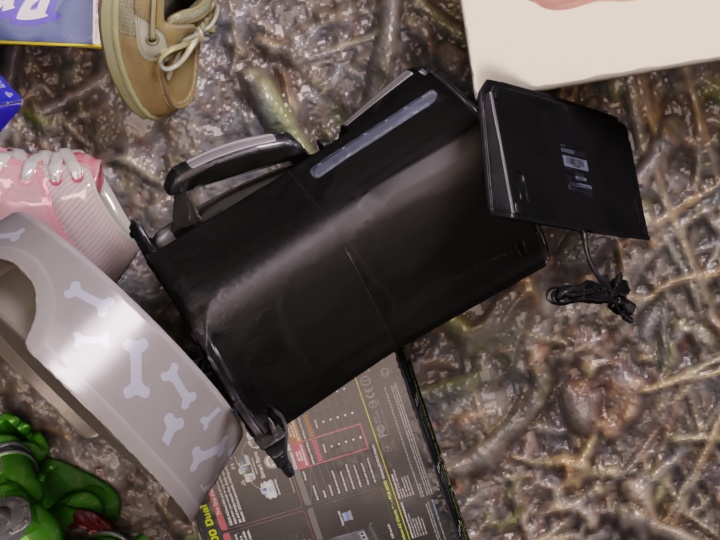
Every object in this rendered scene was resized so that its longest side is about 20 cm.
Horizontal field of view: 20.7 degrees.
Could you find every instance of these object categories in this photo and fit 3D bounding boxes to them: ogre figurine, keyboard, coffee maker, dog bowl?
[{"bbox_3d":[-0.165,0.181,1.184,0.098,0.120,0.200,-17,98,6],"label":"ogre figurine"},{"bbox_3d":[0.116,-0.033,1.089,0.021,0.200,0.127,-14,80,28],"label":"keyboard"},{"bbox_3d":[0.000,0.000,1.094,0.200,0.135,0.192,-32,60,-5],"label":"coffee maker"},{"bbox_3d":[-0.145,0.049,1.073,0.200,0.200,0.059,45,78,-5],"label":"dog bowl"}]

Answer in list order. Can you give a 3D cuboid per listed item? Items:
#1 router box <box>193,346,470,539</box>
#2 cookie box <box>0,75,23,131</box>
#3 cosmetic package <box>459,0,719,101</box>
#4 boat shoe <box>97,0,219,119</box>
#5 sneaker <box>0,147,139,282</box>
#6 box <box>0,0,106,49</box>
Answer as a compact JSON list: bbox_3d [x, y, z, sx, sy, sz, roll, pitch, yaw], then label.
[{"bbox_3d":[-0.023,0.134,1.196,0.150,0.062,0.200,-17,99,6],"label":"router box"},{"bbox_3d":[-0.316,-0.103,1.090,0.200,0.075,0.171,47,110,7],"label":"cookie box"},{"bbox_3d":[0.155,-0.155,1.114,0.200,0.103,0.087,-10,98,3],"label":"cosmetic package"},{"bbox_3d":[-0.105,-0.170,1.109,0.063,0.073,0.201,13,125,17],"label":"boat shoe"},{"bbox_3d":[-0.214,-0.056,1.167,0.105,0.075,0.200,-43,100,9],"label":"sneaker"},{"bbox_3d":[-0.239,-0.168,1.152,0.200,0.064,0.070,3,101,2],"label":"box"}]
